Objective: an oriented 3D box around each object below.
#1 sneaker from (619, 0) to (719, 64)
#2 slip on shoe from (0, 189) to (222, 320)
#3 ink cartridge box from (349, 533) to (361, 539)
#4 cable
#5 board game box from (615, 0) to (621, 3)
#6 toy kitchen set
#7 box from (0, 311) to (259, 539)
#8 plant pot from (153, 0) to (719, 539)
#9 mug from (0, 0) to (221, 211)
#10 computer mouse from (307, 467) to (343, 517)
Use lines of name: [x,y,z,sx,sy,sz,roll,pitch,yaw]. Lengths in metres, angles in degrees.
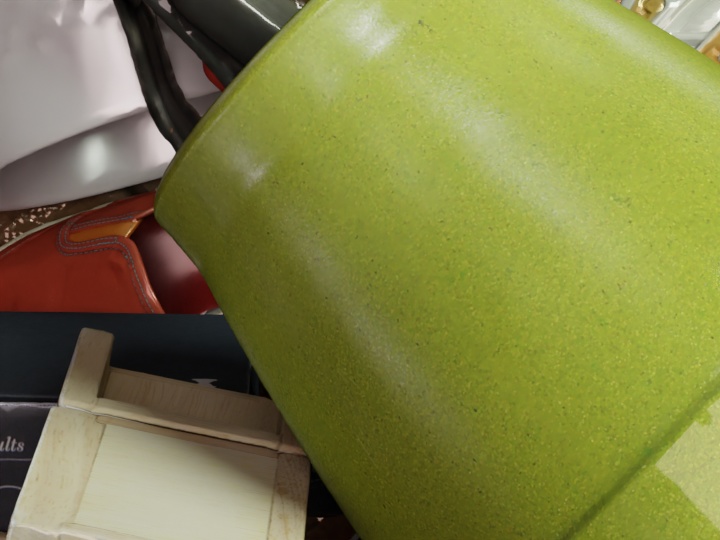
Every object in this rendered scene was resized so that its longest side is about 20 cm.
sneaker: [0.083,-0.034,1.034,0.200,0.088,0.076,-36,70,0]
slip on shoe: [-0.087,0.009,1.088,0.199,0.061,0.074,-26,89,0]
ink cartridge box: [0.060,0.098,0.990,0.099,0.039,0.200,40,112,-6]
cable: [-0.064,-0.105,0.941,0.200,0.050,0.097,42,127,-10]
board game box: [0.109,-0.094,1.102,0.199,0.041,0.200,-18,88,-1]
toy kitchen set: [-0.113,0.134,0.889,0.162,0.181,0.201,11,105,-2]
box: [-0.110,0.123,1.033,0.148,0.107,0.201,1,106,0]
plant pot: [0.050,0.003,0.853,0.200,0.200,0.193,-44,85,-2]
mug: [-0.073,-0.135,1.052,0.199,0.148,0.176,-17,84,0]
computer mouse: [0.000,0.000,1.063,0.058,0.034,0.201,-7,121,-37]
